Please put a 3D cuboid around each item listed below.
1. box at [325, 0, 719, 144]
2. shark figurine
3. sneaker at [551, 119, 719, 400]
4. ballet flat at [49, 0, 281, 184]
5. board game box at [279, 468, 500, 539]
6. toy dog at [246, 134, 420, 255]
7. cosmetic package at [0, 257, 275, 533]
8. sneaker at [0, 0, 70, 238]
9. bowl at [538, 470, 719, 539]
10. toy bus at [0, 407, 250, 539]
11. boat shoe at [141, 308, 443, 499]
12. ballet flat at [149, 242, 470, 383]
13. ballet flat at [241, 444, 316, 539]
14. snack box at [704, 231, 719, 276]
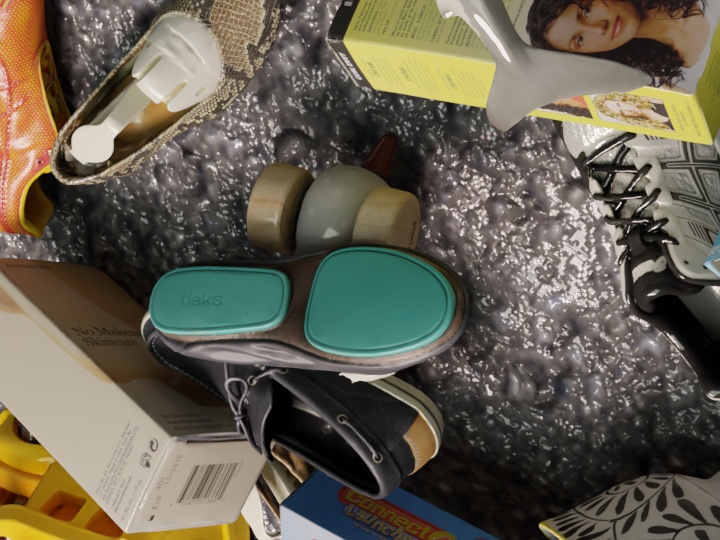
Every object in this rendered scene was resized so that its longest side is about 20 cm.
[{"bbox_3d":[0.086,-0.119,0.779,0.198,0.076,0.050,12,160,29],"label":"box"},{"bbox_3d":[0.042,-0.168,0.694,0.089,0.128,0.215,-34,65,4],"label":"shark figurine"},{"bbox_3d":[0.155,-0.026,0.796,0.201,0.088,0.075,52,133,-3],"label":"sneaker"},{"bbox_3d":[-0.121,-0.104,0.930,0.068,0.075,0.200,51,131,-4],"label":"ballet flat"},{"bbox_3d":[0.045,0.237,0.950,0.199,0.056,0.197,24,132,28],"label":"board game box"},{"bbox_3d":[0.000,0.000,0.926,0.131,0.097,0.201,31,145,9],"label":"toy dog"},{"bbox_3d":[-0.157,0.075,0.998,0.200,0.105,0.072,38,109,31],"label":"cosmetic package"},{"bbox_3d":[-0.212,-0.110,1.003,0.076,0.073,0.201,13,131,-2],"label":"sneaker"},{"bbox_3d":[0.202,0.173,0.861,0.201,0.094,0.201,43,175,4],"label":"bowl"},{"bbox_3d":[-0.203,0.192,1.090,0.198,0.192,0.137,13,126,27],"label":"toy bus"},{"bbox_3d":[-0.050,0.071,0.913,0.199,0.062,0.075,24,145,21],"label":"boat shoe"},{"bbox_3d":[-0.019,0.024,0.838,0.198,0.073,0.074,0,118,32],"label":"ballet flat"},{"bbox_3d":[-0.037,0.163,1.043,0.068,0.072,0.201,-23,104,45],"label":"ballet flat"},{"bbox_3d":[0.233,-0.055,0.656,0.037,0.117,0.200,35,160,-12],"label":"snack box"}]
